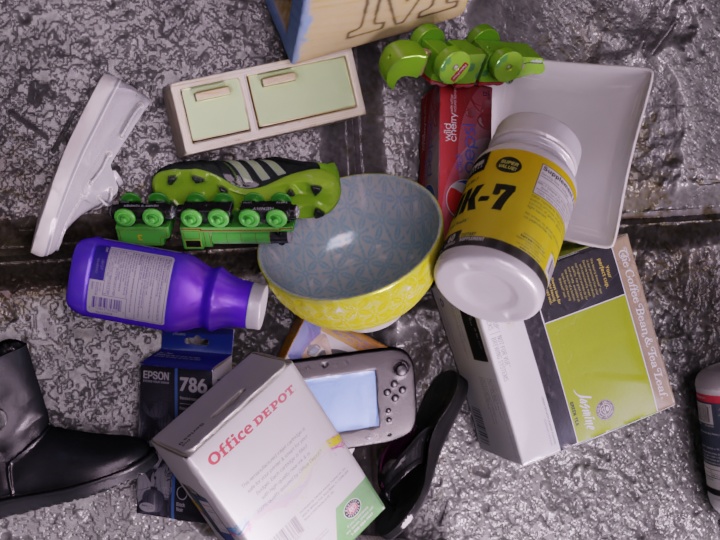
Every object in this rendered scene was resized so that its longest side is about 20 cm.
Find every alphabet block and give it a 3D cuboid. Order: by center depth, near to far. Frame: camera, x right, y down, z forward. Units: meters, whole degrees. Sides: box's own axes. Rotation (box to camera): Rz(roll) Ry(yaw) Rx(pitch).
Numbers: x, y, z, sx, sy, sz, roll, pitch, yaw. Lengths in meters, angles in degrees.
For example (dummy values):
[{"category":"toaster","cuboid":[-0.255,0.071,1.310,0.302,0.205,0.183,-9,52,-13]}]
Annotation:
[{"category":"alphabet block","cuboid":[-0.002,-0.356,1.317,0.199,0.196,0.196,-18,75,-15]}]

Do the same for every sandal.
[{"category":"sandal","cuboid":[0.053,0.195,1.424,0.048,0.075,0.201,33,68,-23]}]

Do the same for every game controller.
[{"category":"game controller","cuboid":[-0.036,0.141,1.380,0.199,0.042,0.105,-7,93,-15]}]

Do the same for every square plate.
[{"category":"square plate","cuboid":[0.212,-0.132,1.434,0.028,0.199,0.199,20,83,-56]}]

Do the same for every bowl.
[{"category":"bowl","cuboid":[0.000,0.000,1.375,0.200,0.200,0.108,-30,131,-14]}]

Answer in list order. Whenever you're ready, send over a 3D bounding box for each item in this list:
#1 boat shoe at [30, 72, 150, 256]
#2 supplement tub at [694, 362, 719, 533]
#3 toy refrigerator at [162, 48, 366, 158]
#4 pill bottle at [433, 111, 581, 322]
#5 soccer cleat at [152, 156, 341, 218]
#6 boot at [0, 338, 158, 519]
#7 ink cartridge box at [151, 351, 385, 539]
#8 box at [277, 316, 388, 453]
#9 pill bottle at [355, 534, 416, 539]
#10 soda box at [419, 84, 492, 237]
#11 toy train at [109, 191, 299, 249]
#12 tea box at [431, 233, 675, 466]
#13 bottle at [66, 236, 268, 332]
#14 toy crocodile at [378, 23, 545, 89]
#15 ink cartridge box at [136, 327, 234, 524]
[{"category":"boat shoe","cuboid":[-0.276,-0.101,1.338,0.068,0.072,0.201,24,75,-14]},{"category":"supplement tub","cuboid":[0.469,0.207,1.514,0.140,0.140,0.201,-9,93,-16]},{"category":"toy refrigerator","cuboid":[-0.101,-0.178,1.381,0.199,0.070,0.076,-14,95,-15]},{"category":"pill bottle","cuboid":[0.156,-0.057,1.331,0.114,0.114,0.200,32,57,-14]},{"category":"soccer cleat","cuboid":[-0.119,-0.090,1.383,0.199,0.081,0.068,3,120,3]},{"category":"boot","cuboid":[-0.320,0.149,1.310,0.199,0.076,0.169,-15,97,-1]},{"category":"ink cartridge box","cuboid":[-0.090,0.204,1.300,0.145,0.087,0.200,-42,116,-24]},{"category":"box","cuboid":[-0.053,0.152,1.416,0.119,0.041,0.201,28,81,-15]},{"category":"pill bottle","cuboid":[0.034,0.346,1.404,0.199,0.114,0.115,9,88,-16]},{"category":"soda box","cuboid":[0.103,-0.101,1.426,0.063,0.070,0.201,3,80,-15]},{"category":"toy train","cuboid":[-0.159,-0.049,1.342,0.199,0.042,0.057,1,129,8]},{"category":"tea box","cuboid":[0.212,0.081,1.442,0.196,0.134,0.201,-18,96,-14]},{"category":"bottle","cuboid":[-0.196,0.020,1.331,0.199,0.065,0.084,9,92,3]},{"category":"toy crocodile","cuboid":[0.112,-0.222,1.394,0.199,0.068,0.062,-6,130,-35]},{"category":"ink cartridge box","cuboid":[-0.182,0.157,1.351,0.039,0.099,0.201,3,88,-59]}]
